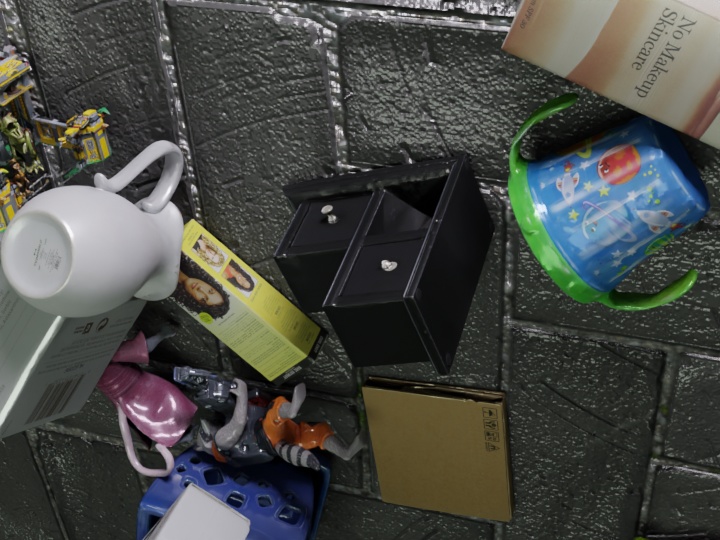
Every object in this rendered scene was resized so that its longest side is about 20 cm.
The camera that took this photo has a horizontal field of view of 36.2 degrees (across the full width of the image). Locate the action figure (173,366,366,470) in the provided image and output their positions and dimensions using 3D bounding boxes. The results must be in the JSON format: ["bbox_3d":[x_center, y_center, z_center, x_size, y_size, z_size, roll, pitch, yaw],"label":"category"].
[{"bbox_3d":[-0.122,0.175,1.229,0.193,0.105,0.200,-15,149,39],"label":"action figure"}]

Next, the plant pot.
[{"bbox_3d":[-0.147,0.307,1.348,0.200,0.180,0.200,19,133,7],"label":"plant pot"}]

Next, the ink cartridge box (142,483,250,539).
[{"bbox_3d":[-0.216,0.342,1.183,0.083,0.146,0.200,35,132,-5],"label":"ink cartridge box"}]

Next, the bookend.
[{"bbox_3d":[0.000,0.000,1.011,0.200,0.199,0.092,-7,128,28],"label":"bookend"}]

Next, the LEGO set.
[{"bbox_3d":[-0.346,-0.136,1.058,0.154,0.200,0.116,21,135,33],"label":"LEGO set"}]

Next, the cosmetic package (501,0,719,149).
[{"bbox_3d":[0.222,-0.184,0.839,0.200,0.087,0.103,24,133,2],"label":"cosmetic package"}]

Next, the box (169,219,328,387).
[{"bbox_3d":[-0.135,0.038,1.202,0.200,0.050,0.075,40,132,-14],"label":"box"}]

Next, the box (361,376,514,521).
[{"bbox_3d":[0.091,0.208,1.274,0.163,0.021,0.200,5,131,18],"label":"box"}]

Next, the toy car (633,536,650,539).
[{"bbox_3d":[0.384,0.410,1.281,0.164,0.158,0.200,13,161,17],"label":"toy car"}]

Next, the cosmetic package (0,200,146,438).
[{"bbox_3d":[-0.373,0.043,1.155,0.200,0.167,0.166,37,105,12],"label":"cosmetic package"}]

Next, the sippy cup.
[{"bbox_3d":[0.215,-0.060,0.929,0.130,0.140,0.178,-31,137,28],"label":"sippy cup"}]

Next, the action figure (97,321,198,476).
[{"bbox_3d":[-0.285,0.128,1.277,0.134,0.149,0.200,-15,128,36],"label":"action figure"}]

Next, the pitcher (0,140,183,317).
[{"bbox_3d":[-0.241,-0.044,1.051,0.121,0.200,0.172,18,100,19],"label":"pitcher"}]
